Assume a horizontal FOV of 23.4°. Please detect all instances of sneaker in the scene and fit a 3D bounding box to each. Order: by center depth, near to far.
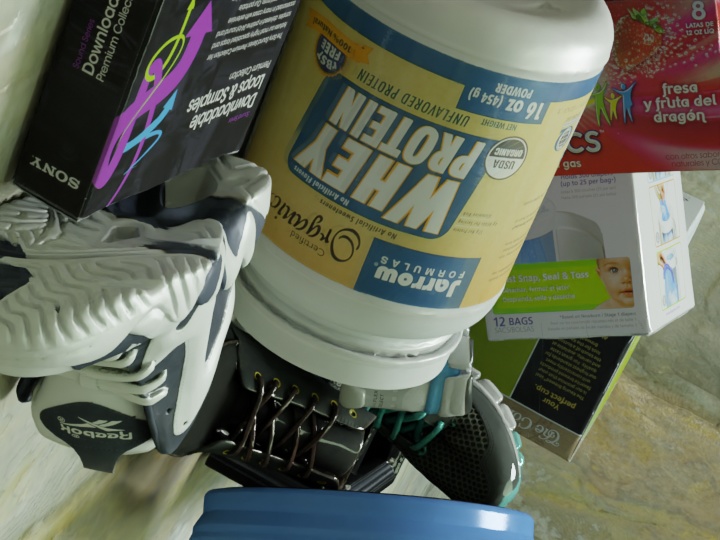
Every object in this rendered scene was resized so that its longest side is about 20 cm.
[{"bbox_3d":[-0.099,0.034,0.668,0.199,0.079,0.130,-62,168,-68],"label":"sneaker"},{"bbox_3d":[-0.053,0.071,0.911,0.075,0.106,0.200,-63,169,6],"label":"sneaker"},{"bbox_3d":[0.000,0.000,0.973,0.200,0.086,0.075,-107,-163,-46],"label":"sneaker"},{"bbox_3d":[0.011,0.068,1.026,0.091,0.200,0.078,-21,156,-54],"label":"sneaker"}]

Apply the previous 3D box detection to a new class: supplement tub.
[{"bbox_3d":[0.021,-0.059,0.834,0.145,0.144,0.201,-43,158,-60],"label":"supplement tub"}]

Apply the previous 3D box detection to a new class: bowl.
[{"bbox_3d":[0.003,0.150,0.981,0.201,0.200,0.040,65,29,-77],"label":"bowl"}]

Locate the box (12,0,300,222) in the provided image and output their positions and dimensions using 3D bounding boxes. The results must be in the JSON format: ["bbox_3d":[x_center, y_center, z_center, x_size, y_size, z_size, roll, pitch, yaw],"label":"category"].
[{"bbox_3d":[-0.050,-0.124,0.634,0.201,0.036,0.143,-68,167,20],"label":"box"}]

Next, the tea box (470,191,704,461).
[{"bbox_3d":[0.125,0.001,1.323,0.197,0.199,0.134,-65,169,20],"label":"tea box"}]

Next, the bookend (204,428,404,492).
[{"bbox_3d":[0.004,0.050,1.167,0.201,0.092,0.199,-65,169,7],"label":"bookend"}]

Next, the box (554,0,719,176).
[{"bbox_3d":[0.109,-0.110,0.939,0.100,0.199,0.096,-45,129,-57],"label":"box"}]

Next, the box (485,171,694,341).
[{"bbox_3d":[0.137,-0.063,1.106,0.101,0.112,0.201,-18,103,-62],"label":"box"}]
